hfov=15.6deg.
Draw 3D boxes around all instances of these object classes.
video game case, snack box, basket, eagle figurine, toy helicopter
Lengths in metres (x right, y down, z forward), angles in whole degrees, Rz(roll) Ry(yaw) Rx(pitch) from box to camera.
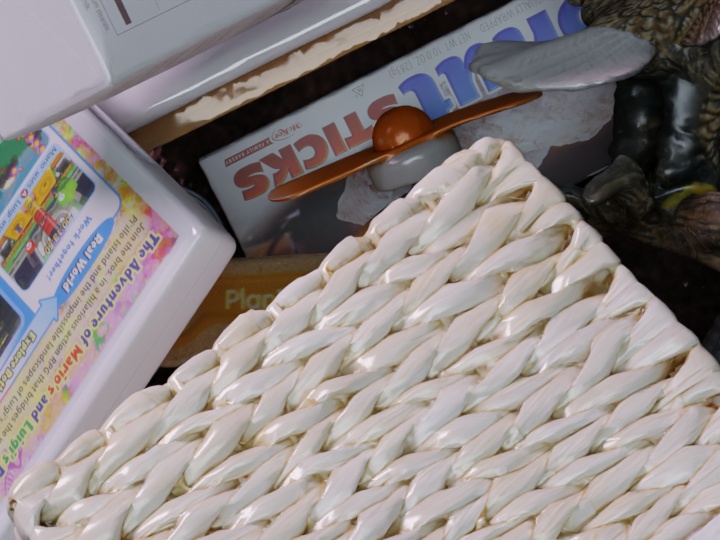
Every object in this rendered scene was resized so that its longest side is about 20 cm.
[{"bbox_3d":[-0.149,0.022,0.905,0.182,0.024,0.200,43,103,39],"label":"video game case"},{"bbox_3d":[0.043,-0.055,0.985,0.199,0.024,0.072,-27,94,5],"label":"snack box"},{"bbox_3d":[0.019,0.101,0.781,0.198,0.200,0.161,-36,70,-11],"label":"basket"},{"bbox_3d":[0.135,-0.097,0.899,0.151,0.151,0.201,23,86,7],"label":"eagle figurine"},{"bbox_3d":[0.000,0.000,0.926,0.199,0.079,0.133,0,93,-29],"label":"toy helicopter"}]

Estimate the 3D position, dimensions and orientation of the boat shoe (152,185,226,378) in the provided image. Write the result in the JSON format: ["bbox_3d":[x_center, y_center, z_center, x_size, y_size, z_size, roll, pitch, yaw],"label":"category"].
[{"bbox_3d":[-0.129,0.048,0.969,0.071,0.091,0.200,41,95,0],"label":"boat shoe"}]

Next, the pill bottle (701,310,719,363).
[{"bbox_3d":[0.171,0.055,0.942,0.114,0.114,0.200,28,95,1],"label":"pill bottle"}]

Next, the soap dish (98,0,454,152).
[{"bbox_3d":[-0.073,-0.156,0.956,0.157,0.081,0.201,-26,93,5],"label":"soap dish"}]

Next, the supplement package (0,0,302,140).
[{"bbox_3d":[-0.038,-0.139,0.832,0.200,0.109,0.114,-28,96,-25],"label":"supplement package"}]
